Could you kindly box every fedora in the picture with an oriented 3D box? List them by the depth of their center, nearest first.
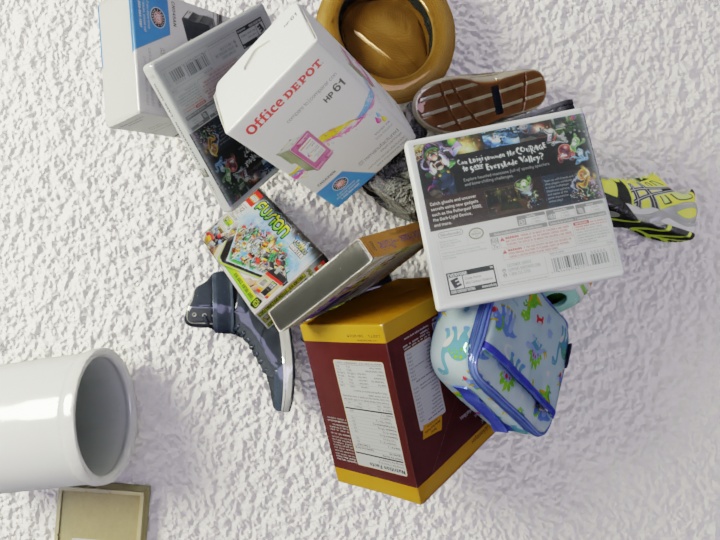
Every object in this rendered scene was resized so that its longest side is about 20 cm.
[{"bbox_3d":[0.034,-0.317,0.780,0.196,0.082,0.205,0,86,3],"label":"fedora"}]

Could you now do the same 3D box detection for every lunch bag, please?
[{"bbox_3d":[0.170,0.094,0.661,0.200,0.082,0.163,44,59,-34],"label":"lunch bag"}]

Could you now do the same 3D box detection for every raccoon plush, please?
[{"bbox_3d":[0.095,-0.131,0.772,0.198,0.097,0.135,34,86,5],"label":"raccoon plush"}]

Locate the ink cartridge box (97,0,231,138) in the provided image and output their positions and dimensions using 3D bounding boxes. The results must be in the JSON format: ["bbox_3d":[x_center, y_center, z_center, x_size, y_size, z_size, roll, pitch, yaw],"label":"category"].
[{"bbox_3d":[-0.215,-0.249,0.716,0.083,0.198,0.148,-3,92,39],"label":"ink cartridge box"}]

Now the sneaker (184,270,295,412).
[{"bbox_3d":[-0.163,0.097,0.772,0.143,0.077,0.207,-6,80,-12],"label":"sneaker"}]

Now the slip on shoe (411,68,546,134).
[{"bbox_3d":[0.156,-0.232,0.768,0.196,0.060,0.078,-19,106,-15],"label":"slip on shoe"}]

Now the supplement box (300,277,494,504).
[{"bbox_3d":[0.059,0.130,0.691,0.131,0.196,0.204,-4,102,43],"label":"supplement box"}]

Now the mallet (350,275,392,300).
[{"bbox_3d":[0.043,0.100,0.804,0.065,0.041,0.203,-22,95,-2],"label":"mallet"}]

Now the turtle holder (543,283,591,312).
[{"bbox_3d":[0.225,-0.015,0.755,0.183,0.132,0.143,24,90,-1],"label":"turtle holder"}]

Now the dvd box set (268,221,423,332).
[{"bbox_3d":[0.000,0.000,0.658,0.146,0.199,0.030,-38,82,29],"label":"dvd box set"}]

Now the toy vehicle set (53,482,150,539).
[{"bbox_3d":[-0.371,0.407,0.801,0.121,0.027,0.205,5,90,0],"label":"toy vehicle set"}]

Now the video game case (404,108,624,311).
[{"bbox_3d":[0.158,-0.065,0.595,0.196,0.023,0.186,-10,80,0],"label":"video game case"}]

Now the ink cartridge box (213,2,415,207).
[{"bbox_3d":[-0.051,-0.184,0.669,0.144,0.199,0.086,-39,50,20],"label":"ink cartridge box"}]

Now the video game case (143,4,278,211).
[{"bbox_3d":[-0.147,-0.206,0.704,0.201,0.023,0.184,-51,127,-39],"label":"video game case"}]

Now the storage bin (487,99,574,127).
[{"bbox_3d":[0.193,-0.128,0.721,0.133,0.200,0.096,-19,89,-1],"label":"storage bin"}]

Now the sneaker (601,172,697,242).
[{"bbox_3d":[0.379,-0.101,0.793,0.196,0.075,0.078,17,82,-11],"label":"sneaker"}]

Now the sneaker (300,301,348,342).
[{"bbox_3d":[-0.040,0.100,0.790,0.079,0.074,0.204,-17,83,6],"label":"sneaker"}]

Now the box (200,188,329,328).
[{"bbox_3d":[-0.127,-0.025,0.732,0.110,0.035,0.200,-41,45,-6],"label":"box"}]

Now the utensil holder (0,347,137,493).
[{"bbox_3d":[-0.422,0.200,0.734,0.195,0.170,0.174,-8,90,2],"label":"utensil holder"}]
